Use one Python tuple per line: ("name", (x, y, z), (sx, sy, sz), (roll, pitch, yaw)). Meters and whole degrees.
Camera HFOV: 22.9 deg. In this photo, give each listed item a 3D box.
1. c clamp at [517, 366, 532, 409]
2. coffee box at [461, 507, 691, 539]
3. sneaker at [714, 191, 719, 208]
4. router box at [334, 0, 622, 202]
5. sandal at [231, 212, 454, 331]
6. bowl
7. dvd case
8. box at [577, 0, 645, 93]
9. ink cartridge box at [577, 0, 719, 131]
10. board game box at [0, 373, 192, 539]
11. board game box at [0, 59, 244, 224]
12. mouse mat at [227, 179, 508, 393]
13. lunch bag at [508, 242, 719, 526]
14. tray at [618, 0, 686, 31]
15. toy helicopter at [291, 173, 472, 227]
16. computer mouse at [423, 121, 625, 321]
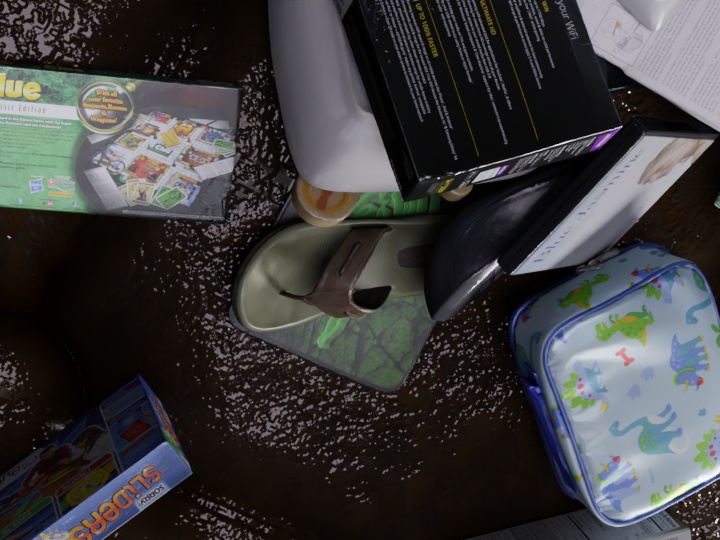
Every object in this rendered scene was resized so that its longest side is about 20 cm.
("c clamp", (0.226, 0.087, 1.452), (0.200, 0.027, 0.171), (-14, 111, -12))
("coffee box", (0.171, 0.268, 1.467), (0.200, 0.080, 0.113), (-12, 110, -12))
("sneaker", (0.323, -0.101, 1.390), (0.118, 0.074, 0.201), (-33, 117, -11))
("router box", (0.069, -0.161, 1.180), (0.149, 0.051, 0.200), (-15, 80, -16))
("sandal", (0.001, -0.001, 1.331), (0.201, 0.057, 0.080), (-12, 113, -14))
("bowl", (0.042, -0.162, 1.241), (0.199, 0.075, 0.200), (-5, 77, -13))
("dvd case", (0.185, -0.055, 1.304), (0.018, 0.200, 0.143), (49, 111, 15))
("box", (0.207, -0.238, 1.327), (0.159, 0.046, 0.200), (-12, 110, -12))
("ink cartridge box", (0.257, -0.201, 1.314), (0.200, 0.050, 0.161), (29, 98, -3))
("board game box", (-0.222, 0.167, 1.286), (0.200, 0.135, 0.034), (-36, 113, -2))
("board game box", (-0.188, -0.091, 1.271), (0.200, 0.023, 0.105), (5, 108, -19))
("mouse mat", (0.008, -0.015, 1.365), (0.161, 0.008, 0.200), (25, 98, -22))
("lunch bag", (0.208, 0.089, 1.389), (0.161, 0.082, 0.200), (-28, 115, -11))
("tray", (0.179, -0.273, 1.259), (0.200, 0.022, 0.107), (43, 95, -12))
("toy helicopter", (0.028, -0.101, 1.294), (0.200, 0.079, 0.132), (-33, 88, -24))
("computer mouse", (0.115, -0.043, 1.317), (0.200, 0.139, 0.053), (-41, 82, -8))
